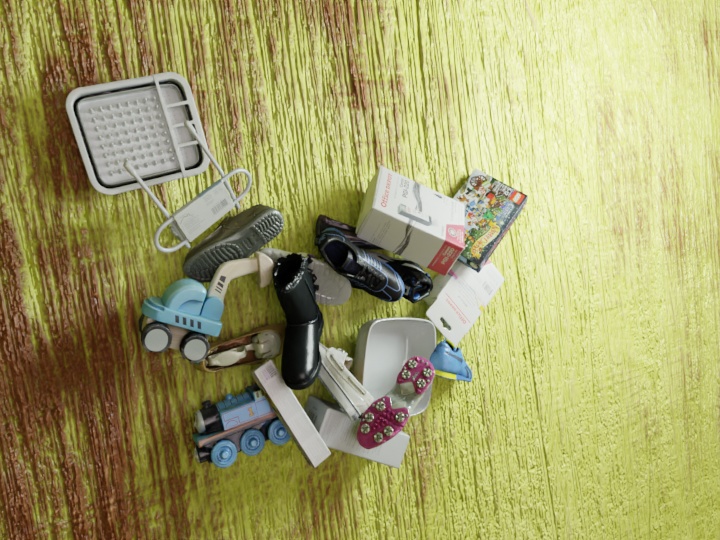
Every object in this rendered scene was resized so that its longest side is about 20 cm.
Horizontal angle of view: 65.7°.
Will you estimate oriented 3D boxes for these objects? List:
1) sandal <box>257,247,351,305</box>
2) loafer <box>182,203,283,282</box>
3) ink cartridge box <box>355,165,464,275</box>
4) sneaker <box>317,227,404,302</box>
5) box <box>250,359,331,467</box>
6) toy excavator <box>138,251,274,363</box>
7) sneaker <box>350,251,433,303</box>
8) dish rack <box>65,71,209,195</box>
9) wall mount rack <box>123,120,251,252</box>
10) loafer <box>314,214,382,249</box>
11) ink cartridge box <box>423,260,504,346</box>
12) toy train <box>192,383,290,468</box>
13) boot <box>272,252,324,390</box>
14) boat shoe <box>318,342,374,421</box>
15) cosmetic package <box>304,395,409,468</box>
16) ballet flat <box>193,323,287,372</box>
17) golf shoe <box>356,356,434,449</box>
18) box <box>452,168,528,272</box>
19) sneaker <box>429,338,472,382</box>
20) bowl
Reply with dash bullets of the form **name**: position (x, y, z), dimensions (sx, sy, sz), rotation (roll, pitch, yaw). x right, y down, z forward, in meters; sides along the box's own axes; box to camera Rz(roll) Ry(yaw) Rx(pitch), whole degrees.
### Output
- **sandal**: position (-0.106, 0.000, 1.067), dimensions (0.200, 0.050, 0.083), rotation (24, 114, -18)
- **loafer**: position (-0.231, -0.052, 1.003), dimensions (0.198, 0.070, 0.076), rotation (-33, 133, -11)
- **ink cartridge box**: position (0.101, -0.100, 1.094), dimensions (0.197, 0.085, 0.147), rotation (21, 42, -9)
- **sneaker**: position (0.000, 0.000, 1.036), dimensions (0.199, 0.078, 0.071), rotation (36, 105, -9)
- **box**: position (-0.124, 0.252, 0.986), dimensions (0.041, 0.039, 0.202), rotation (-34, 92, -25)
- **toy excavator**: position (-0.260, 0.047, 0.947), dimensions (0.192, 0.100, 0.203), rotation (19, 94, -26)
- **sneaker**: position (0.059, 0.017, 1.111), dimensions (0.197, 0.112, 0.074), rotation (-2, 116, -27)
- **dish rack**: position (-0.368, -0.228, 0.933), dimensions (0.197, 0.043, 0.175), rotation (-20, 101, -25)
- **wall mount rack**: position (-0.284, -0.133, 0.921), dimensions (0.200, 0.074, 0.175), rotation (-42, 149, -18)
- **loafer**: position (0.003, -0.076, 1.115), dimensions (0.196, 0.072, 0.064), rotation (1, 87, -24)
- **ink cartridge box**: position (0.214, 0.054, 1.226), dimensions (0.117, 0.067, 0.201), rotation (47, 70, -20)
- **toy train**: position (-0.210, 0.273, 1.011), dimensions (0.197, 0.086, 0.116), rotation (-15, 90, -25)
- **boot**: position (-0.112, 0.081, 0.973), dimensions (0.072, 0.200, 0.165), rotation (-4, 129, 10)
- **boat shoe**: position (-0.048, 0.182, 1.049), dimensions (0.069, 0.071, 0.200), rotation (-34, 63, -14)
- **cosmetic package**: position (-0.012, 0.318, 1.101), dimensions (0.198, 0.101, 0.075), rotation (24, 83, -26)
- **ballet flat**: position (-0.204, 0.147, 1.018), dimensions (0.197, 0.063, 0.070), rotation (-16, 99, -26)
- **golf shoe**: position (0.071, 0.259, 1.053), dimensions (0.075, 0.092, 0.200), rotation (37, 71, 22)
- **box**: position (0.253, -0.112, 1.210), dimensions (0.135, 0.038, 0.201), rotation (31, 73, 22)
- **sneaker**: position (0.199, 0.191, 1.180), dimensions (0.199, 0.065, 0.080), rotation (27, 72, -61)
- **bowl**: position (0.060, 0.194, 1.134), dimensions (0.197, 0.074, 0.204), rotation (5, 89, -39)
